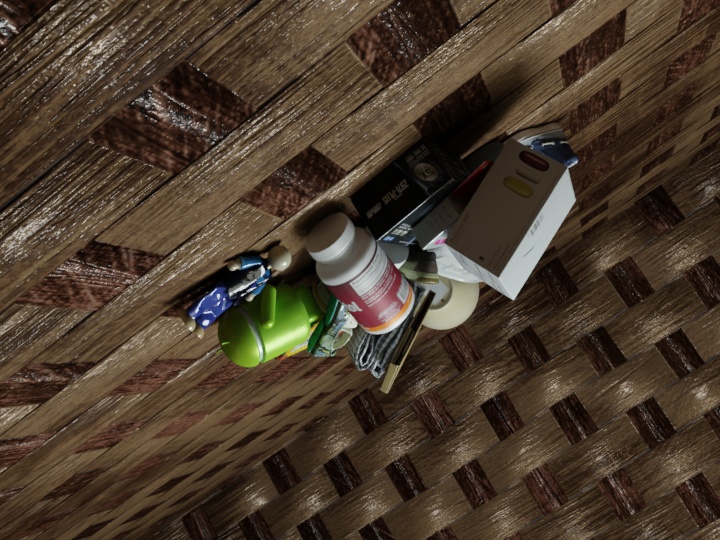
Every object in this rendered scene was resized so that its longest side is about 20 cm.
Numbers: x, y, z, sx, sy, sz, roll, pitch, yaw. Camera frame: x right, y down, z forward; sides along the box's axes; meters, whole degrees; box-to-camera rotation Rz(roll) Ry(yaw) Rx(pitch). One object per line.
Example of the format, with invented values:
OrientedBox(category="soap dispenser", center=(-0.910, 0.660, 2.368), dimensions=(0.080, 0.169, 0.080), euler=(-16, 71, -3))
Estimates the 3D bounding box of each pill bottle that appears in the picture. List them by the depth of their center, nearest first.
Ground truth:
OrientedBox(category="pill bottle", center=(-0.003, 0.004, 1.345), dimensions=(0.112, 0.114, 0.201), euler=(-34, 123, 9))
OrientedBox(category="pill bottle", center=(0.000, 0.000, 1.502), dimensions=(0.115, 0.118, 0.200), euler=(-19, 161, -43))

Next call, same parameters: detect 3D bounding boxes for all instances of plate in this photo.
OrientedBox(category="plate", center=(0.194, -0.014, 1.579), dimensions=(0.196, 0.033, 0.199), euler=(16, 167, -22))

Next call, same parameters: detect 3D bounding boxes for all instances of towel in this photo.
OrientedBox(category="towel", center=(0.038, 0.087, 1.596), dimensions=(0.203, 0.084, 0.166), euler=(-63, -166, 7))

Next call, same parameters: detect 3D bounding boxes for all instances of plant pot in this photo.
OrientedBox(category="plant pot", center=(0.176, 0.042, 1.844), dimensions=(0.186, 0.189, 0.200), euler=(-34, 173, 7))

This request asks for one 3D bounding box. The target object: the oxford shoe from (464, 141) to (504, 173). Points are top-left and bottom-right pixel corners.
OrientedBox(category="oxford shoe", center=(0.203, -0.158, 1.515), dimensions=(0.201, 0.071, 0.071), euler=(-51, -179, 14))

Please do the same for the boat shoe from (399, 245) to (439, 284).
OrientedBox(category="boat shoe", center=(0.099, -0.022, 1.517), dimensions=(0.070, 0.068, 0.201), euler=(9, -172, -19))

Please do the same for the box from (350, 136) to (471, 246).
OrientedBox(category="box", center=(0.101, -0.125, 1.366), dimensions=(0.163, 0.087, 0.199), euler=(-38, 165, 17))

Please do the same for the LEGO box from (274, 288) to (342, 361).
OrientedBox(category="LEGO box", center=(-0.091, 0.095, 1.705), dimensions=(0.198, 0.078, 0.149), euler=(-21, 162, -40))

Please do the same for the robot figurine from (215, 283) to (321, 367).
OrientedBox(category="robot figurine", center=(-0.170, 0.099, 1.461), dimensions=(0.197, 0.117, 0.176), euler=(-26, 169, -25))

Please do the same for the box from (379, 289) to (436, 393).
OrientedBox(category="box", center=(0.091, 0.143, 1.585), dimensions=(0.165, 0.021, 0.201), euler=(-61, 173, -22))

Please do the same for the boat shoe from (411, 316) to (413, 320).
OrientedBox(category="boat shoe", center=(0.086, 0.037, 1.713), dimensions=(0.070, 0.204, 0.068), euler=(11, 154, -9))

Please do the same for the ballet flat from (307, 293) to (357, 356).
OrientedBox(category="ballet flat", center=(-0.040, 0.094, 1.484), dimensions=(0.073, 0.075, 0.201), euler=(-23, 158, -34))

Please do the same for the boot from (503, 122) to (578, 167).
OrientedBox(category="boot", center=(0.343, -0.222, 1.567), dimensions=(0.198, 0.091, 0.073), euler=(-24, 164, -33))

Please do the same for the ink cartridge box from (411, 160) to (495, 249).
OrientedBox(category="ink cartridge box", center=(0.197, -0.111, 1.366), dimensions=(0.173, 0.044, 0.199), euler=(-42, 164, 29))

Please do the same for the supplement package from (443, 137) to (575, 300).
OrientedBox(category="supplement package", center=(0.245, -0.080, 1.312), dimensions=(0.202, 0.110, 0.156), euler=(-58, 155, -2))

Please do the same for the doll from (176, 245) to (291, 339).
OrientedBox(category="doll", center=(-0.196, 0.026, 1.299), dimensions=(0.199, 0.049, 0.137), euler=(-38, 157, -6))
